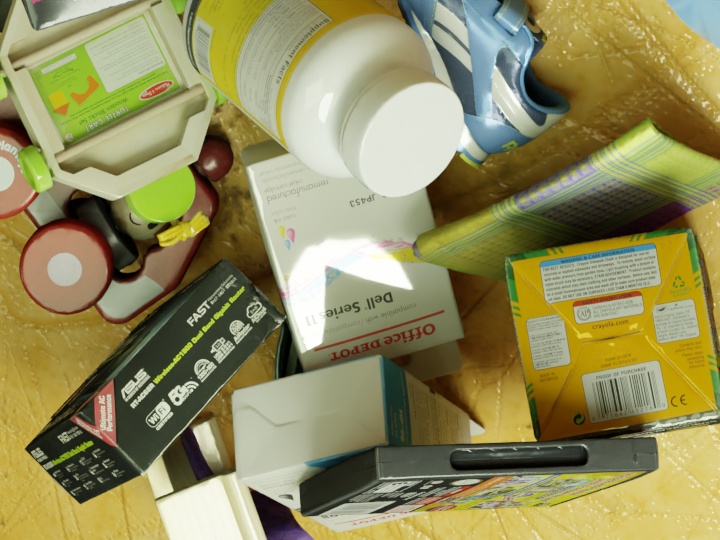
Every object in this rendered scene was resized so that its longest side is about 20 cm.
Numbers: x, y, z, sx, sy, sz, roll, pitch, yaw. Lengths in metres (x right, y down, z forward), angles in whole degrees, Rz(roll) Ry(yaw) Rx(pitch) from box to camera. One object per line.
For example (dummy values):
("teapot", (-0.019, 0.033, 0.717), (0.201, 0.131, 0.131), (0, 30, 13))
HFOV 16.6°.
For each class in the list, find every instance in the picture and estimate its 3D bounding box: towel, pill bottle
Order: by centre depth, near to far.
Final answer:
("pill bottle", (-0.022, -0.129, 1.594), (0.200, 0.112, 0.112), (41, 131, 42))
("towel", (0.144, -0.040, 1.628), (0.200, 0.143, 0.023), (-27, 65, 30))

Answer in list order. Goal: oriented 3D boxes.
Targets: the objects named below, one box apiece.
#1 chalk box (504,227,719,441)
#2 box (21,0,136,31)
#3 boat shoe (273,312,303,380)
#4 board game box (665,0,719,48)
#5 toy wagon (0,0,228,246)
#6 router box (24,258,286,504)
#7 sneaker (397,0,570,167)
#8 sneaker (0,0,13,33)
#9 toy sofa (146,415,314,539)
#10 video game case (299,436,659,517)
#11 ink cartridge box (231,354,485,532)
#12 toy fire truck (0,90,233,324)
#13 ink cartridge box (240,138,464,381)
("chalk box", (0.174, 0.049, 1.627), (0.124, 0.200, 0.125), (-10, 84, 8))
("box", (-0.137, -0.244, 1.576), (0.199, 0.132, 0.115), (-17, 111, -7))
("boat shoe", (-0.021, 0.037, 1.757), (0.073, 0.062, 0.201), (21, 119, 13))
("board game box", (0.269, -0.230, 1.534), (0.158, 0.039, 0.200), (32, 117, 9))
("toy wagon", (-0.167, -0.109, 1.690), (0.201, 0.155, 0.040), (65, 163, -6))
("router box", (-0.147, 0.080, 1.721), (0.062, 0.150, 0.200), (45, 158, -6))
("sneaker", (0.075, -0.169, 1.617), (0.082, 0.074, 0.201), (-15, 115, 20))
("sneaker", (-0.237, -0.256, 1.684), (0.079, 0.075, 0.200), (31, 121, 6))
("toy sofa", (-0.098, 0.164, 1.773), (0.097, 0.200, 0.083), (-20, 100, -6))
("video game case", (0.070, 0.132, 1.571), (0.180, 0.200, 0.026), (-1, 78, -15))
("ink cartridge box", (0.006, 0.128, 1.713), (0.115, 0.200, 0.067), (-15, 66, 21))
("toy fire truck", (-0.184, -0.072, 1.746), (0.168, 0.112, 0.200), (-35, 98, 9))
("ink cartridge box", (0.000, 0.000, 1.687), (0.117, 0.067, 0.201), (-17, 105, -3))
